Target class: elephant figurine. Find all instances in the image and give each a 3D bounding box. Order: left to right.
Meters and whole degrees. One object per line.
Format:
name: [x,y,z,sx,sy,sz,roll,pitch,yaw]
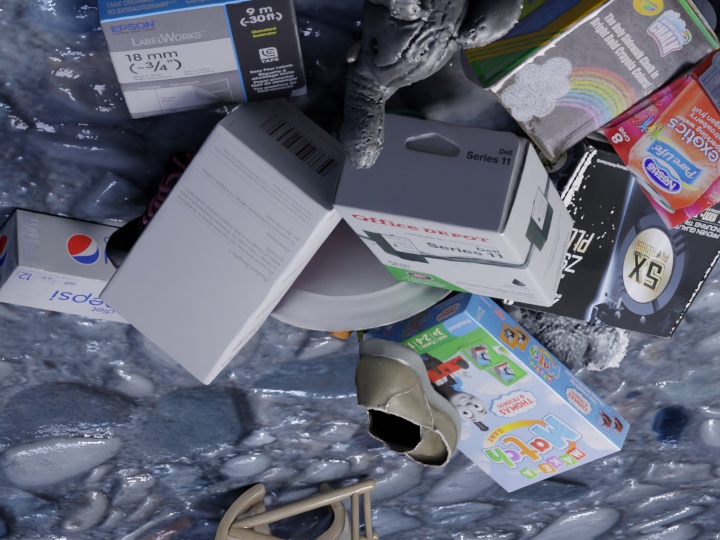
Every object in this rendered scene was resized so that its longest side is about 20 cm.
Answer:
elephant figurine: [0.044,-0.197,1.345,0.141,0.200,0.155,-7,151,0]

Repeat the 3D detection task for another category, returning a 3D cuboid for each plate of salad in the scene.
plate of salad: [0.000,0.000,1.698,0.200,0.200,0.048,-9,124,3]

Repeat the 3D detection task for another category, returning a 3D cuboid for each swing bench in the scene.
swing bench: [-0.077,0.353,2.378,0.200,0.130,0.199,-1,151,1]

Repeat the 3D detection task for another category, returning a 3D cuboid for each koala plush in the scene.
koala plush: [0.143,0.067,1.808,0.177,0.184,0.200,12,164,-33]

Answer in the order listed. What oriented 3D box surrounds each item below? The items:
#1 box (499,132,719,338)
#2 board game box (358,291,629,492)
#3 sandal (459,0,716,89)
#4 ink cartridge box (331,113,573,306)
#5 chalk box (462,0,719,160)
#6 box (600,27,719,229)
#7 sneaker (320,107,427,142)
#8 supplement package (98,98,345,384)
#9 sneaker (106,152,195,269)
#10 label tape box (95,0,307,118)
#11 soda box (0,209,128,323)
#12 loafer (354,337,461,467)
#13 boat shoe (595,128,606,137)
box: [0.222,-0.042,1.709,0.200,0.086,0.164,13,117,-32]
board game box: [0.119,0.110,1.723,0.200,0.037,0.151,41,139,-19]
sandal: [0.185,-0.170,1.549,0.206,0.079,0.059,-10,148,2]
ink cartridge box: [0.077,-0.047,1.532,0.146,0.083,0.200,10,166,20]
chalk box: [0.175,-0.204,1.422,0.200,0.124,0.124,-35,142,12]
box: [0.285,-0.127,1.520,0.095,0.100,0.200,-31,-174,38]
sneaker: [0.047,-0.095,1.662,0.200,0.078,0.091,10,143,-31]
supplement package: [-0.100,-0.029,1.565,0.117,0.117,0.200,39,118,2]
sneaker: [-0.150,-0.062,1.679,0.200,0.079,0.095,-23,125,25]
label tape box: [-0.123,-0.201,1.442,0.144,0.063,0.200,-8,151,1]
soda box: [-0.237,0.002,1.777,0.200,0.063,0.068,10,145,-29]
loafer: [0.033,0.130,1.688,0.075,0.070,0.200,8,154,25]
boat shoe: [0.230,-0.138,1.624,0.200,0.070,0.071,5,149,-21]
